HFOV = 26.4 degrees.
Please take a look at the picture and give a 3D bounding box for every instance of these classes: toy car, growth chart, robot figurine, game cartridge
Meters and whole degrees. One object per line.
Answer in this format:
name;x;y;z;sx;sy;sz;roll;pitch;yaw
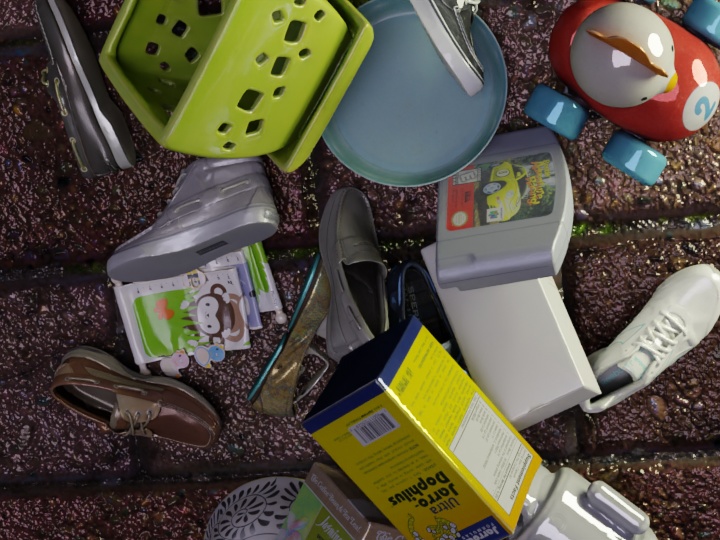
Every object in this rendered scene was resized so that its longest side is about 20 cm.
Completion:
toy car;0.259;-0.189;1.428;0.176;0.200;0.185;31;99;2
growth chart;-0.177;0.036;1.680;0.199;0.018;0.146;-20;100;16
robot figurine;0.232;0.287;1.609;0.199;0.113;0.170;36;134;1
game cartridge;0.141;-0.066;1.502;0.132;0.201;0.041;-7;132;10

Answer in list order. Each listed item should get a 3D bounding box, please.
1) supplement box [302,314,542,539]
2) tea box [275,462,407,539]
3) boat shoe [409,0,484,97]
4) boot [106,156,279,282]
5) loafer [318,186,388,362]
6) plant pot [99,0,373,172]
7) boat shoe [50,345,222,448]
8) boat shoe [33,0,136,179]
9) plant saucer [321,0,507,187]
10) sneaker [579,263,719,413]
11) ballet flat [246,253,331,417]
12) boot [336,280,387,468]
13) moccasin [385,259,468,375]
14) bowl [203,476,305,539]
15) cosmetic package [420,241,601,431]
supplement box;0.061;0.165;1.462;0.109;0.109;0.200;-33;104;37
tea box;0.015;0.331;1.595;0.199;0.134;0.198;19;101;-34
boat shoe;0.085;-0.268;1.507;0.067;0.072;0.201;-27;71;7
boot;-0.183;-0.059;1.629;0.199;0.074;0.096;-18;67;13
loafer;0.000;0.000;1.562;0.070;0.070;0.201;-34;52;44
plant pot;-0.113;-0.221;1.495;0.181;0.199;0.201;17;112;-39
boat shoe;-0.250;0.154;1.687;0.199;0.072;0.076;20;125;9
boat shoe;-0.303;-0.194;1.619;0.060;0.072;0.203;-20;103;10
plant saucer;0.050;-0.181;1.546;0.198;0.027;0.202;-1;83;10
sneaker;0.298;0.078;1.563;0.070;0.080;0.200;43;106;0
ballet flat;-0.056;0.073;1.641;0.070;0.071;0.201;28;111;3
boot;0.000;0.118;1.639;0.072;0.144;0.202;1;70;-26
moccasin;0.064;0.087;1.549;0.080;0.068;0.201;-20;79;-9
bowl;-0.092;0.338;1.698;0.199;0.094;0.202;3;104;11
cosmetic package;0.151;0.051;1.545;0.107;0.085;0.201;-25;74;16
